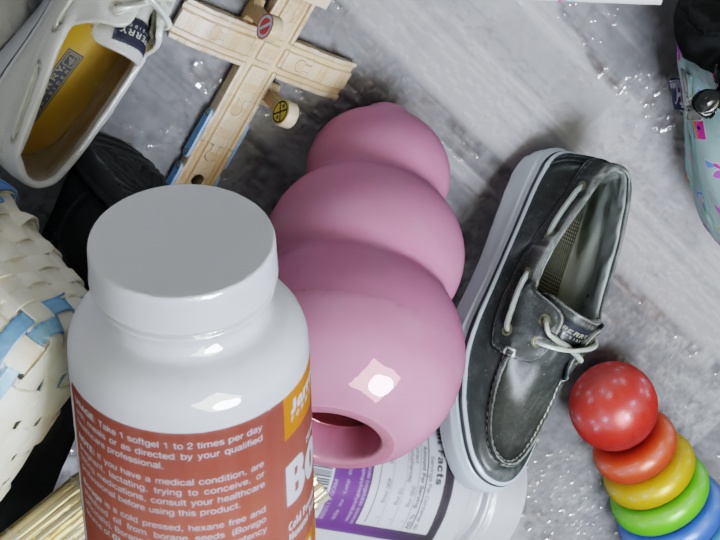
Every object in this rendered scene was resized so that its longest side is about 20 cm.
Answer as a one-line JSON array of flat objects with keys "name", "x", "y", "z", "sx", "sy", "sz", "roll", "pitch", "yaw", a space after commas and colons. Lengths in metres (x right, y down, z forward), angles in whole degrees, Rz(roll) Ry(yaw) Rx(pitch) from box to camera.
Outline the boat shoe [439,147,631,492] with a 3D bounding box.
[{"name": "boat shoe", "x": 0.098, "y": 0.025, "z": 1.546, "sx": 0.072, "sy": 0.071, "sz": 0.201, "roll": 22, "pitch": 77, "yaw": -39}]

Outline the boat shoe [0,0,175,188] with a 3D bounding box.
[{"name": "boat shoe", "x": -0.120, "y": -0.128, "z": 1.375, "sx": 0.071, "sy": 0.070, "sz": 0.200, "roll": 28, "pitch": 104, "yaw": -39}]

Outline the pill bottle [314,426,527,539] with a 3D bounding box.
[{"name": "pill bottle", "x": -0.007, "y": 0.110, "z": 1.572, "sx": 0.199, "sy": 0.111, "sz": 0.112, "roll": 13, "pitch": 113, "yaw": -36}]

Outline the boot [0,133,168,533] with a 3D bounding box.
[{"name": "boot", "x": -0.145, "y": 0.053, "z": 1.421, "sx": 0.065, "sy": 0.165, "sz": 0.201, "roll": 22, "pitch": 108, "yaw": -32}]

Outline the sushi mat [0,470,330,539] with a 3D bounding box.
[{"name": "sushi mat", "x": -0.118, "y": 0.140, "z": 1.402, "sx": 0.200, "sy": 0.012, "sz": 0.096, "roll": -39, "pitch": 109, "yaw": -1}]

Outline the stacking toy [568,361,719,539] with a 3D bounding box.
[{"name": "stacking toy", "x": 0.183, "y": 0.132, "z": 1.727, "sx": 0.085, "sy": 0.085, "sz": 0.200, "roll": -34, "pitch": 124, "yaw": -6}]

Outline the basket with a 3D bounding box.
[{"name": "basket", "x": -0.234, "y": 0.022, "z": 1.346, "sx": 0.177, "sy": 0.200, "sz": 0.139, "roll": -53, "pitch": 172, "yaw": 14}]

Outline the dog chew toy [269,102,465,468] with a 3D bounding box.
[{"name": "dog chew toy", "x": 0.000, "y": 0.000, "z": 1.466, "sx": 0.124, "sy": 0.201, "sz": 0.125, "roll": 7, "pitch": 150, "yaw": 4}]

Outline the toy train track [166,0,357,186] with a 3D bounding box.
[{"name": "toy train track", "x": -0.065, "y": -0.073, "z": 1.468, "sx": 0.114, "sy": 0.033, "sz": 0.201, "roll": 18, "pitch": 111, "yaw": -37}]

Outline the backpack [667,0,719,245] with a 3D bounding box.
[{"name": "backpack", "x": 0.254, "y": -0.084, "z": 1.584, "sx": 0.166, "sy": 0.127, "sz": 0.201, "roll": -14, "pitch": 128, "yaw": -7}]

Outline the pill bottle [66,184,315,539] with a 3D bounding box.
[{"name": "pill bottle", "x": -0.077, "y": 0.065, "z": 1.292, "sx": 0.112, "sy": 0.112, "sz": 0.201, "roll": -17, "pitch": 131, "yaw": -19}]

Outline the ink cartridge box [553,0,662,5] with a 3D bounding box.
[{"name": "ink cartridge box", "x": 0.110, "y": -0.205, "z": 1.457, "sx": 0.199, "sy": 0.068, "sz": 0.116, "roll": -1, "pitch": 121, "yaw": -29}]
